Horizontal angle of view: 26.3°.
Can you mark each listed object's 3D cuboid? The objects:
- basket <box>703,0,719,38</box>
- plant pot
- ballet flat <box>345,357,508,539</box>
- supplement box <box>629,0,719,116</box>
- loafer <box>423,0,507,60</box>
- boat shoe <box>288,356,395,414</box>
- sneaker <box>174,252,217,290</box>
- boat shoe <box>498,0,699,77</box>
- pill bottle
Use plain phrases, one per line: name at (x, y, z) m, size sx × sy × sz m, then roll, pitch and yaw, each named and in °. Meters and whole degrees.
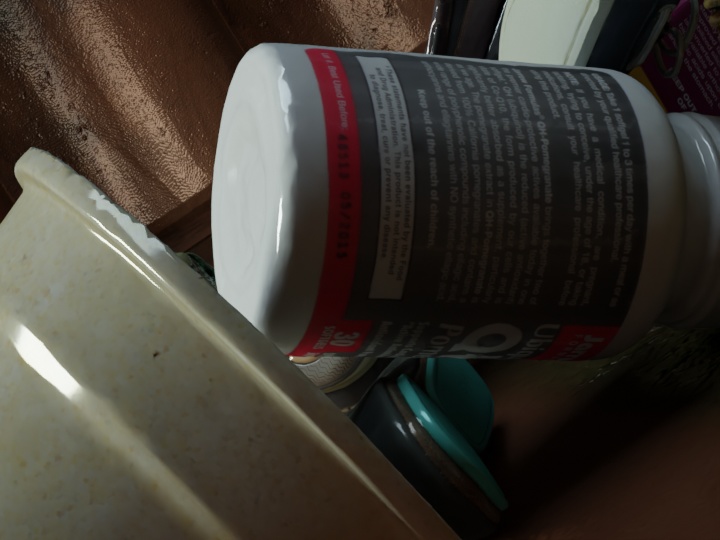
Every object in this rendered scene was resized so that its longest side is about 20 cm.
basket at (0.209, -0.109, 0.479) m, size 0.148 × 0.143 × 0.200 m, roll -34°, pitch 26°, yaw -4°
plant pot at (-0.083, 0.103, 0.415) m, size 0.184 × 0.201 × 0.200 m, roll -45°, pitch 11°, yaw -10°
ballet flat at (0.018, 0.074, 0.576) m, size 0.068 × 0.068 × 0.200 m, roll -41°, pitch -2°, yaw 6°
supplement box at (0.156, -0.084, 0.797) m, size 0.200 × 0.104 × 0.130 m, roll -40°, pitch 12°, yaw -38°
loafer at (0.044, -0.116, 0.917) m, size 0.072 × 0.062 × 0.201 m, roll -103°, pitch 32°, yaw -64°
boat shoe at (0.000, 0.000, 0.738) m, size 0.074 × 0.074 × 0.201 m, roll -6°, pitch 38°, yaw 22°
sneaker at (-0.065, 0.024, 0.946) m, size 0.088 × 0.078 × 0.200 m, roll -14°, pitch -12°, yaw 12°
boat shoe at (0.101, -0.113, 0.626) m, size 0.061 × 0.075 × 0.201 m, roll -8°, pitch -34°, yaw -15°
pill bottle at (0.051, -0.022, 0.574) m, size 0.198 × 0.112 × 0.111 m, roll 2°, pitch -2°, yaw -18°
